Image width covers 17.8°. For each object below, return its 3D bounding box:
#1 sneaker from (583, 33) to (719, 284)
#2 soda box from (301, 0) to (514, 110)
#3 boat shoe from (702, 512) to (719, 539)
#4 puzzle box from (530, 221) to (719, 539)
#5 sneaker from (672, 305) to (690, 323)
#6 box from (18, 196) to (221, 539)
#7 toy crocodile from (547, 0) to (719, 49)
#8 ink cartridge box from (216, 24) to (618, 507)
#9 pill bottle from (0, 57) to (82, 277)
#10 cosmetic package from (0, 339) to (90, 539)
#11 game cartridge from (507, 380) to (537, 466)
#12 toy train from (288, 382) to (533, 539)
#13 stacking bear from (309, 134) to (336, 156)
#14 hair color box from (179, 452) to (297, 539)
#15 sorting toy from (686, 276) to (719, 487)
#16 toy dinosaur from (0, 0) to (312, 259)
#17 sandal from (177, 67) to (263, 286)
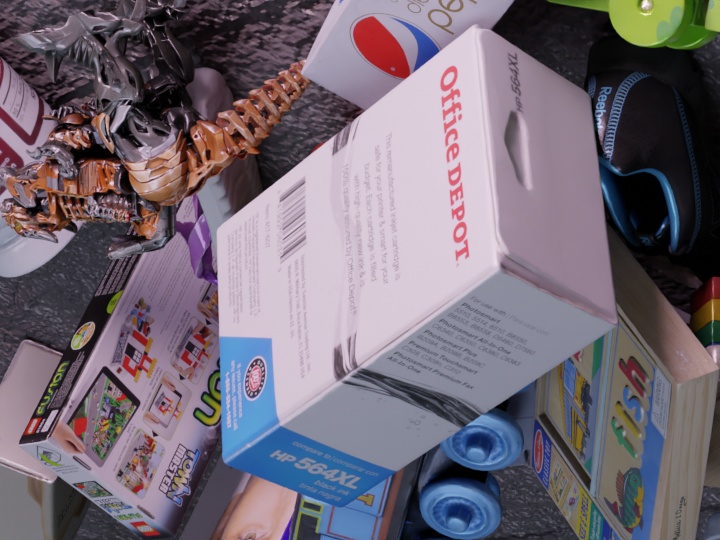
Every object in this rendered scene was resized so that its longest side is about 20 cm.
[{"bbox_3d":[0.162,-0.031,1.183,0.073,0.082,0.200,-5,141,38],"label":"sneaker"},{"bbox_3d":[0.039,-0.146,1.107,0.068,0.064,0.200,28,151,-6],"label":"soda box"},{"bbox_3d":[0.279,0.159,1.296,0.072,0.062,0.199,18,155,-37],"label":"boat shoe"},{"bbox_3d":[0.133,0.078,1.194,0.201,0.025,0.133,89,156,-44],"label":"puzzle box"},{"bbox_3d":[0.170,0.068,1.340,0.199,0.082,0.074,28,153,-5],"label":"sneaker"},{"bbox_3d":[-0.121,0.052,1.418,0.035,0.201,0.110,-12,135,47],"label":"box"},{"bbox_3d":[0.174,-0.126,1.040,0.199,0.062,0.067,13,-171,30],"label":"toy crocodile"},{"bbox_3d":[0.022,0.002,1.108,0.084,0.147,0.200,26,135,-33],"label":"ink cartridge box"},{"bbox_3d":[-0.256,-0.088,1.382,0.112,0.113,0.200,-5,139,43],"label":"pill bottle"},{"bbox_3d":[-0.249,0.150,1.785,0.071,0.106,0.200,21,153,4],"label":"cosmetic package"},{"bbox_3d":[0.029,0.034,1.272,0.132,0.042,0.201,-3,132,15],"label":"game cartridge"},{"bbox_3d":[0.027,0.099,1.254,0.113,0.087,0.201,14,133,2],"label":"toy train"},{"bbox_3d":[0.000,0.000,1.337,0.120,0.114,0.201,4,139,-5],"label":"stacking bear"},{"bbox_3d":[-0.037,0.127,1.477,0.109,0.201,0.065,-11,137,47],"label":"hair color box"},{"bbox_3d":[0.245,0.063,1.228,0.197,0.070,0.200,7,160,-10],"label":"sorting toy"},{"bbox_3d":[-0.116,-0.081,1.258,0.199,0.102,0.137,-19,96,5],"label":"toy dinosaur"},{"bbox_3d":[-0.090,-0.039,1.368,0.049,0.083,0.204,1,132,12],"label":"sandal"}]
